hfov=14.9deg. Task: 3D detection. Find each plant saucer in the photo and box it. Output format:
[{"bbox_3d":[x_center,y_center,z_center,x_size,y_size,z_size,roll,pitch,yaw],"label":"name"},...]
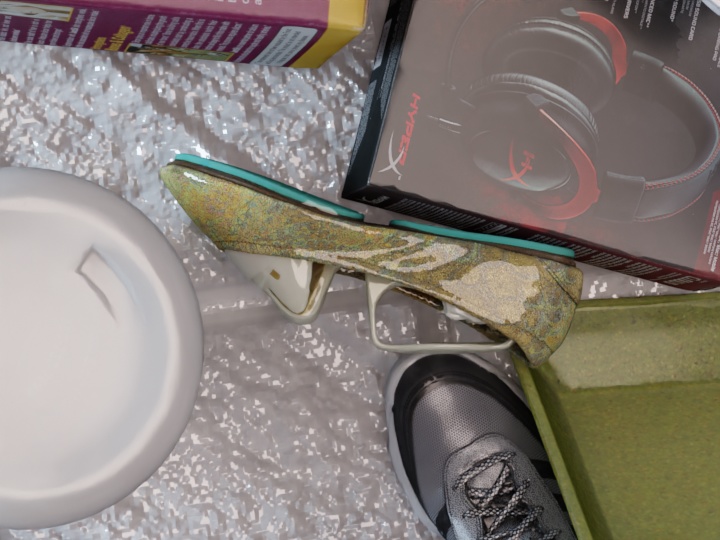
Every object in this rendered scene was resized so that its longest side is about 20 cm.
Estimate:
[{"bbox_3d":[0.176,0.085,1.250,0.200,0.200,0.048,-3,126,-10],"label":"plant saucer"}]

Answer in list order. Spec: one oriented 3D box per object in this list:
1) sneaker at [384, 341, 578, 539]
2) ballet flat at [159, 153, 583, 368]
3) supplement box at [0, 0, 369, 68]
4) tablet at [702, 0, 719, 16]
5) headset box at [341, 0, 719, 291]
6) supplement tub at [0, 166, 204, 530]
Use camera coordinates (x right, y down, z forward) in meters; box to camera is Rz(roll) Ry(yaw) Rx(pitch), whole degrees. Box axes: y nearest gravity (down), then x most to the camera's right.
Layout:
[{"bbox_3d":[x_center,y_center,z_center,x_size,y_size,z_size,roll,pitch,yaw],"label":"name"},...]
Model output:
[{"bbox_3d":[0.075,0.125,1.244,0.075,0.114,0.200,-27,94,-2],"label":"sneaker"},{"bbox_3d":[0.000,0.000,1.249,0.200,0.071,0.071,14,87,1],"label":"ballet flat"},{"bbox_3d":[-0.100,-0.154,1.215,0.200,0.131,0.103,4,87,-10],"label":"supplement box"},{"bbox_3d":[0.120,-0.213,1.210,0.200,0.014,0.130,41,57,-4],"label":"tablet"},{"bbox_3d":[0.108,-0.081,1.276,0.200,0.075,0.149,16,85,-9],"label":"headset box"},{"bbox_3d":[-0.147,0.032,1.167,0.144,0.200,0.145,0,89,-10],"label":"supplement tub"}]
